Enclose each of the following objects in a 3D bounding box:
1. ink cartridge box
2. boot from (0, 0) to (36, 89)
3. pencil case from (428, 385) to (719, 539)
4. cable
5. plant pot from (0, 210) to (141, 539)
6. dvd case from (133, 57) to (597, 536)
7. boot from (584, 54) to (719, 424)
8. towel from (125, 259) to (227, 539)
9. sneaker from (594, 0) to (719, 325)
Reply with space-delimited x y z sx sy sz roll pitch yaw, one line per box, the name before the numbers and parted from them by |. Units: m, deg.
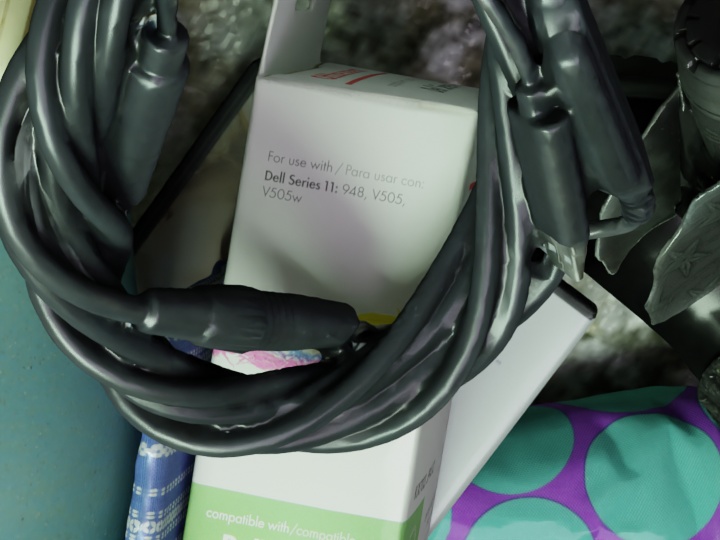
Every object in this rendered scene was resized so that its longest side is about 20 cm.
ink cartridge box | 0.000 0.000 0.735 0.067 0.117 0.200 10 98 6
boot | -0.156 -0.113 0.636 0.155 0.200 0.073 3 140 -14
pencil case | 0.042 0.097 0.886 0.200 0.092 0.085 -9 126 -8
cable | -0.016 -0.037 0.607 0.163 0.051 0.200 -29 134 1
plant pot | -0.148 0.023 0.701 0.200 0.200 0.188 11 107 -20
dvd case | -0.035 0.049 0.815 0.143 0.018 0.200 37 100 3
boot | 0.133 0.030 0.814 0.211 0.158 0.079 29 130 -29
towel | -0.063 0.100 0.741 0.024 0.145 0.200 8 96 5
sneaker | 0.157 -0.069 0.740 0.200 0.060 0.104 -33 144 -9
